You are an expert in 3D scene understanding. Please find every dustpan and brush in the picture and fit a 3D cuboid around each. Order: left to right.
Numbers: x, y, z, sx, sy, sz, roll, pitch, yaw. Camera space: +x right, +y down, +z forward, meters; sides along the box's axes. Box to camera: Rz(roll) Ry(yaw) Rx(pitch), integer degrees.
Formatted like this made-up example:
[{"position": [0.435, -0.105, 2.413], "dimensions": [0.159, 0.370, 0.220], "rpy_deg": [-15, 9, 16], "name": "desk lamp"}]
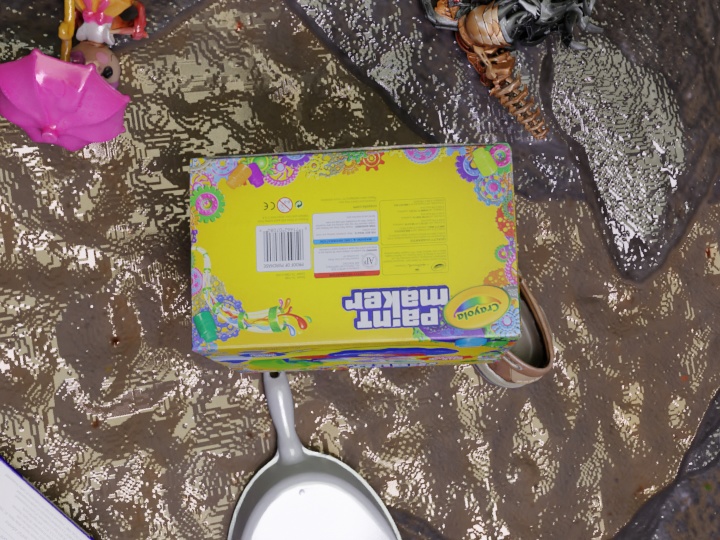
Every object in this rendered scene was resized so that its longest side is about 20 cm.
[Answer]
[{"position": [-0.046, 0.166, 0.831], "dimensions": [0.139, 0.057, 0.201], "rpy_deg": [-12, 94, -9], "name": "dustpan and brush"}]

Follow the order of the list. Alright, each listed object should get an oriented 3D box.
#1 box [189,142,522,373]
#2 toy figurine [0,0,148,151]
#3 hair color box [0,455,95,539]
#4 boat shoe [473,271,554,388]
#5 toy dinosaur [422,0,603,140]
[{"position": [0.000, 0.000, 0.751], "dimensions": [0.199, 0.193, 0.123], "rpy_deg": [-3, 81, 3], "name": "box"}, {"position": [-0.195, -0.178, 0.772], "dimensions": [0.149, 0.200, 0.185], "rpy_deg": [12, 100, 3], "name": "toy figurine"}, {"position": [-0.273, 0.234, 0.729], "dimensions": [0.109, 0.065, 0.200], "rpy_deg": [45, 70, -11], "name": "hair color box"}, {"position": [0.096, 0.003, 0.883], "dimensions": [0.076, 0.072, 0.200], "rpy_deg": [-38, 97, -20], "name": "boat shoe"}, {"position": [0.122, -0.213, 0.924], "dimensions": [0.135, 0.102, 0.201], "rpy_deg": [-16, 108, -6], "name": "toy dinosaur"}]
